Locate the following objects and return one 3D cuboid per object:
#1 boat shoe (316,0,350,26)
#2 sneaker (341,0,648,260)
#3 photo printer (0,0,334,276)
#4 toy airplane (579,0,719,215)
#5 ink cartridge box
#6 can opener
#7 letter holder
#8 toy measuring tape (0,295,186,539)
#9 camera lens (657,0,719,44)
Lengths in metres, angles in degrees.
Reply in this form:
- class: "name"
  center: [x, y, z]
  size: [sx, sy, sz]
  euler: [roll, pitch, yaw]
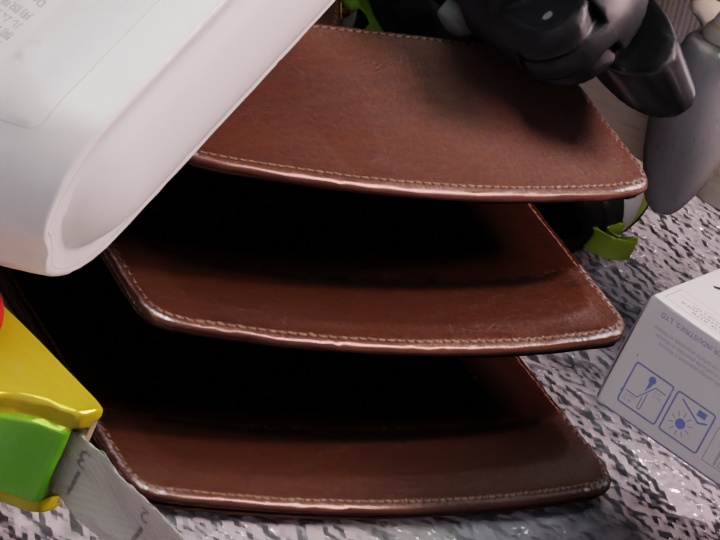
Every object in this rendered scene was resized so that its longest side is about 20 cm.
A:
- class: "boat shoe"
  center: [-0.041, -0.095, 1.041]
  size: [0.070, 0.070, 0.200]
  euler: [35, 50, -14]
- class: "sneaker"
  center: [0.029, -0.072, 1.085]
  size: [0.200, 0.072, 0.083]
  euler: [31, 31, 10]
- class: "photo printer"
  center: [-0.098, -0.098, 0.826]
  size: [0.166, 0.070, 0.200]
  euler: [31, 61, 16]
- class: "toy airplane"
  center: [0.195, -0.022, 1.011]
  size: [0.141, 0.200, 0.200]
  euler: [-5, 77, -85]
- class: "ink cartridge box"
  center: [0.180, 0.070, 0.878]
  size: [0.200, 0.044, 0.094]
  euler: [36, 25, 20]
- class: "can opener"
  center: [0.044, -0.111, 0.986]
  size: [0.063, 0.079, 0.200]
  euler: [-30, 37, -12]
- class: "letter holder"
  center: [0.000, 0.000, 0.912]
  size: [0.200, 0.101, 0.142]
  euler: [3, 38, -37]
- class: "toy measuring tape"
  center: [-0.106, 0.052, 0.768]
  size: [0.073, 0.074, 0.200]
  euler: [-10, 45, -48]
- class: "camera lens"
  center: [0.122, -0.181, 1.050]
  size: [0.160, 0.160, 0.200]
  euler: [31, -11, 8]
